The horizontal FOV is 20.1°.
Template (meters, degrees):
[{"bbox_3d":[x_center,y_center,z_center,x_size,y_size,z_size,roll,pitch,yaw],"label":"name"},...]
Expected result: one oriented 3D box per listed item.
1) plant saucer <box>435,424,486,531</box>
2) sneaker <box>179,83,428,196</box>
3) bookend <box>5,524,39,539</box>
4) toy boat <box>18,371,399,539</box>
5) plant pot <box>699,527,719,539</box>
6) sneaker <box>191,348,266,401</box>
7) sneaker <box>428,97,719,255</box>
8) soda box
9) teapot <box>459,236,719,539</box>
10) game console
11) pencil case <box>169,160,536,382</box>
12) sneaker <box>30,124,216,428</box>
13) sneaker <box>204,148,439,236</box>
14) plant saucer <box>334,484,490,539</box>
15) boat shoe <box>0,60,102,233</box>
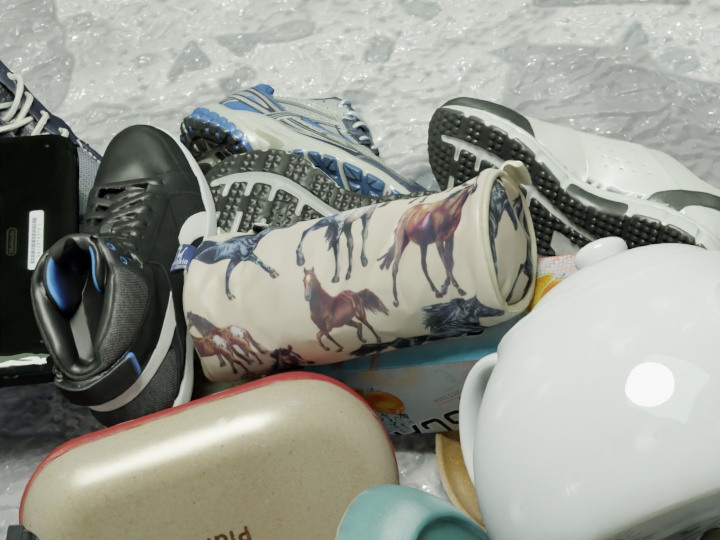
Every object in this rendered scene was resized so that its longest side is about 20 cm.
[{"bbox_3d":[0.138,0.077,1.088,0.200,0.035,0.200,-19,43,19],"label":"plant saucer"},{"bbox_3d":[-0.017,-0.073,1.273,0.200,0.077,0.085,27,50,30],"label":"sneaker"},{"bbox_3d":[-0.045,0.201,0.923,0.199,0.200,0.092,-7,46,8],"label":"bookend"},{"bbox_3d":[-0.079,0.123,1.083,0.200,0.131,0.131,-17,16,-3],"label":"toy boat"},{"bbox_3d":[0.173,0.237,0.862,0.174,0.200,0.200,-49,52,-8],"label":"plant pot"},{"bbox_3d":[-0.123,0.045,1.186,0.200,0.067,0.090,2,42,12],"label":"sneaker"},{"bbox_3d":[0.132,-0.047,1.195,0.200,0.074,0.080,30,43,14],"label":"sneaker"},{"bbox_3d":[0.051,0.043,1.102,0.200,0.064,0.068,-8,48,32],"label":"soda box"},{"bbox_3d":[0.130,0.056,0.934,0.200,0.197,0.146,-23,69,7],"label":"teapot"},{"bbox_3d":[-0.250,0.028,1.218,0.176,0.116,0.200,-6,46,-2],"label":"game console"},{"bbox_3d":[0.000,0.000,1.070,0.200,0.078,0.090,-13,71,28],"label":"pencil case"},{"bbox_3d":[-0.132,-0.015,1.123,0.073,0.112,0.200,-12,60,15],"label":"sneaker"},{"bbox_3d":[-0.008,-0.013,1.187,0.200,0.080,0.074,16,70,23],"label":"sneaker"},{"bbox_3d":[0.051,0.188,0.915,0.027,0.200,0.200,-24,41,23],"label":"plant saucer"},{"bbox_3d":[-0.221,-0.082,1.317,0.200,0.093,0.075,26,57,33],"label":"boat shoe"}]
